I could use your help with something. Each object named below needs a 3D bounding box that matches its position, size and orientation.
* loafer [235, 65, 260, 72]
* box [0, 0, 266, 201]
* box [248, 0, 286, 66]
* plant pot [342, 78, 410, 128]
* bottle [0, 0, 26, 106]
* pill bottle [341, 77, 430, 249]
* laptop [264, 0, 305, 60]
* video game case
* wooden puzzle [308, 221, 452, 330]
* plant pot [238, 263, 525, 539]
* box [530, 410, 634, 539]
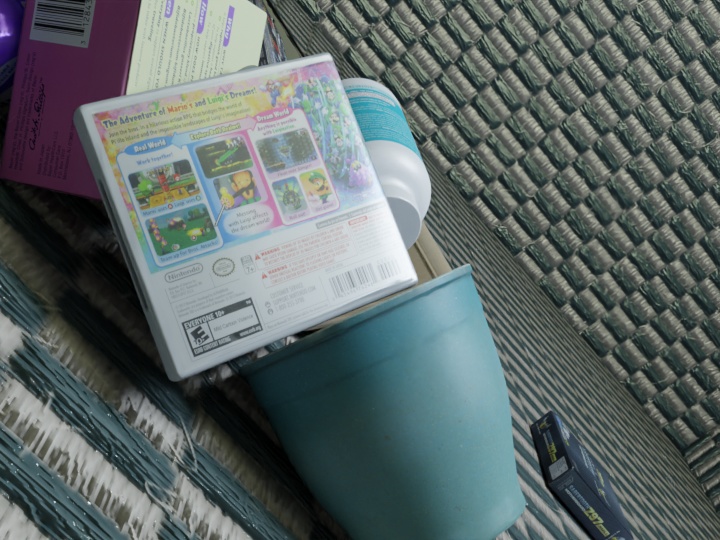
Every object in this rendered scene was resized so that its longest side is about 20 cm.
[{"bbox_3d":[-0.098,-0.091,0.680,0.201,0.069,0.076,-55,153,-42],"label":"loafer"},{"bbox_3d":[-0.167,-0.143,0.717,0.095,0.179,0.200,12,5,17],"label":"box"},{"bbox_3d":[-0.091,-0.151,0.885,0.158,0.049,0.204,46,32,-82],"label":"box"},{"bbox_3d":[-0.055,-0.166,1.233,0.188,0.187,0.199,53,27,12],"label":"plant pot"},{"bbox_3d":[-0.268,-0.163,0.673,0.066,0.083,0.200,51,13,4],"label":"bottle"},{"bbox_3d":[0.007,-0.099,0.910,0.111,0.110,0.201,41,20,-33],"label":"pill bottle"},{"bbox_3d":[-0.126,-0.246,1.041,0.199,0.103,0.179,-38,97,-32],"label":"laptop"},{"bbox_3d":[-0.071,-0.045,0.630,0.198,0.024,0.185,-20,86,-31],"label":"video game case"},{"bbox_3d":[0.000,0.000,0.997,0.186,0.196,0.038,-114,-156,-54],"label":"wooden puzzle"},{"bbox_3d":[0.031,0.122,0.716,0.191,0.198,0.200,67,15,3],"label":"plant pot"},{"bbox_3d":[0.347,0.330,1.454,0.158,0.051,0.200,50,13,-11],"label":"box"}]
